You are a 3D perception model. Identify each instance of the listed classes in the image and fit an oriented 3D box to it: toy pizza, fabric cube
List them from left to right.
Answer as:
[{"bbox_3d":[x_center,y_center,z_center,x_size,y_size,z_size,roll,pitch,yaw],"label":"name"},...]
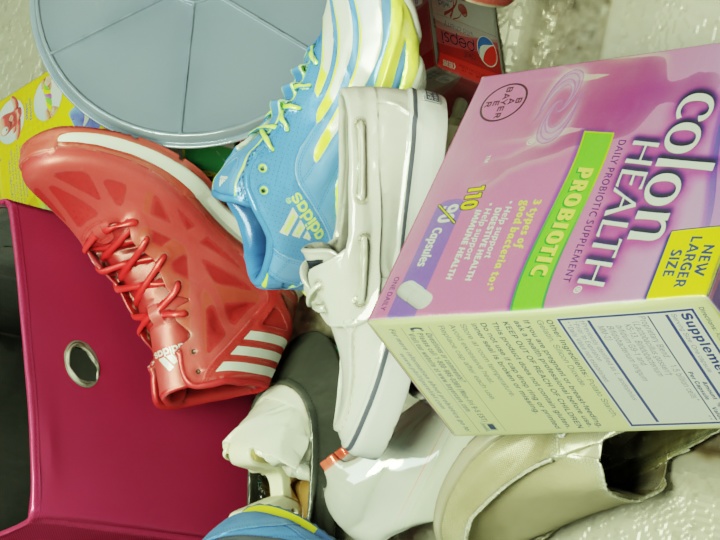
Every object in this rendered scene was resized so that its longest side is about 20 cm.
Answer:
[{"bbox_3d":[-0.194,0.092,1.557,0.200,0.199,0.196,-22,66,37],"label":"fabric cube"},{"bbox_3d":[-0.093,-0.162,1.496,0.200,0.032,0.200,-2,72,7],"label":"toy pizza"}]

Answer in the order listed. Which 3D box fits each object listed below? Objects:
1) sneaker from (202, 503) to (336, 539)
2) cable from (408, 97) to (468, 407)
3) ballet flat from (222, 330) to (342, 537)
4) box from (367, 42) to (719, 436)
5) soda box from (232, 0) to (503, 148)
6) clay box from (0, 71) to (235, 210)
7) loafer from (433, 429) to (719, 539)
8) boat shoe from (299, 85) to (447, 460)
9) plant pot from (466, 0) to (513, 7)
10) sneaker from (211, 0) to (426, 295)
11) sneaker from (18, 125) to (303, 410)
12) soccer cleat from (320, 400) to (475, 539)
[{"bbox_3d":[0.000,0.189,1.403,0.200,0.078,0.066,18,114,17],"label":"sneaker"},{"bbox_3d":[0.036,-0.007,1.431,0.097,0.050,0.200,-26,35,42],"label":"cable"},{"bbox_3d":[-0.044,0.130,1.501,0.068,0.068,0.200,-11,73,42],"label":"ballet flat"},{"bbox_3d":[0.133,-0.016,1.296,0.200,0.097,0.176,-4,46,37],"label":"box"},{"bbox_3d":[-0.014,-0.107,1.525,0.200,0.070,0.063,-22,66,37],"label":"soda box"},{"bbox_3d":[-0.160,-0.073,1.576,0.200,0.048,0.115,-26,64,41],"label":"clay box"},{"bbox_3d":[0.118,0.099,1.357,0.200,0.076,0.068,-45,48,25],"label":"loafer"},{"bbox_3d":[0.000,0.000,1.374,0.072,0.066,0.200,-124,43,-75],"label":"boat shoe"},{"bbox_3d":[0.059,-0.254,1.410,0.200,0.200,0.177,43,112,39],"label":"plant pot"},{"bbox_3d":[-0.025,-0.076,1.414,0.076,0.105,0.200,15,107,61],"label":"sneaker"},{"bbox_3d":[-0.115,0.006,1.468,0.078,0.200,0.116,-31,39,45],"label":"sneaker"},{"bbox_3d":[0.067,0.088,1.421,0.200,0.069,0.078,-38,87,22],"label":"soccer cleat"}]
